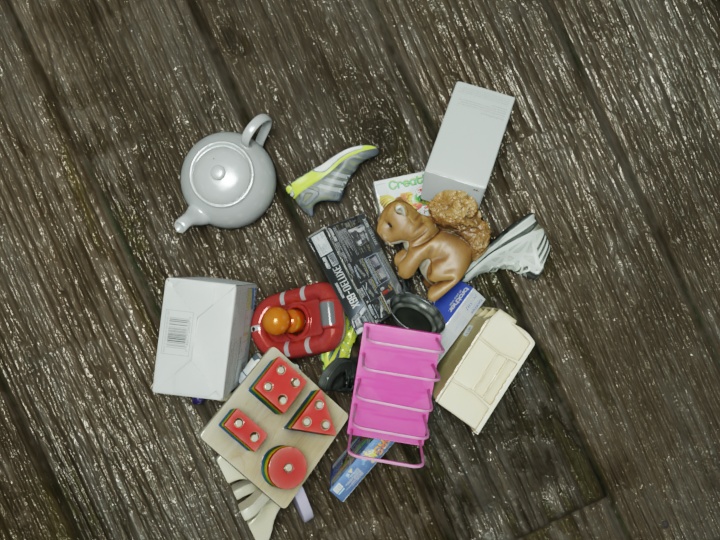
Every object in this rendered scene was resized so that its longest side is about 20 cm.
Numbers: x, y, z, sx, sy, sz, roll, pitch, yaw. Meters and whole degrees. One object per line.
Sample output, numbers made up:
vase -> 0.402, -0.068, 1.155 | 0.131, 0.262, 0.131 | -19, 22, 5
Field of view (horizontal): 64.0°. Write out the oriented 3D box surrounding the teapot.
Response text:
teapot -> -0.252, -0.178, 1.089 | 0.195, 0.146, 0.202 | -8, 89, -3

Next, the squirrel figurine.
squirrel figurine -> 0.134, -0.073, 1.076 | 0.200, 0.142, 0.187 | -41, 95, 17

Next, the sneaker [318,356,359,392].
sneaker -> 0.011, 0.209, 1.088 | 0.104, 0.199, 0.060 | 29, 102, 25

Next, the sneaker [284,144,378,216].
sneaker -> -0.047, -0.182, 1.142 | 0.199, 0.074, 0.081 | -31, 100, 4

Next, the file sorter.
file sorter -> 0.058, 0.206, 0.962 | 0.137, 0.125, 0.202 | 9, 95, 0

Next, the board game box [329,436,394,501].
board game box -> 0.020, 0.330, 1.100 | 0.034, 0.135, 0.200 | 41, 89, -1

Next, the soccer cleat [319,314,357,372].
soccer cleat -> -0.037, 0.134, 1.133 | 0.083, 0.065, 0.202 | -2, 88, 2

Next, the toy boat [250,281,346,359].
toy boat -> -0.131, 0.095, 1.070 | 0.199, 0.130, 0.132 | -16, 75, 32

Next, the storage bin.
storage bin -> 0.214, 0.172, 1.077 | 0.093, 0.200, 0.199 | 34, 88, 1

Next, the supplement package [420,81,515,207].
supplement package -> 0.201, -0.229, 1.091 | 0.116, 0.117, 0.202 | 18, 72, 7

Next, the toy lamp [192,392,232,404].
toy lamp -> -0.225, 0.257, 1.130 | 0.198, 0.058, 0.059 | 10, 89, -1

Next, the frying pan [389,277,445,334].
frying pan -> 0.084, 0.060, 1.090 | 0.190, 0.114, 0.031 | 51, 130, 35

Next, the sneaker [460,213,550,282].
sneaker -> 0.294, -0.013, 1.143 | 0.200, 0.076, 0.116 | -36, 89, -5

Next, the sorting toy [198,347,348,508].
sorting toy -> -0.137, 0.271, 1.007 | 0.199, 0.069, 0.200 | 44, 62, -10

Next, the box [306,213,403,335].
box -> 0.000, 0.000, 1.092 | 0.050, 0.157, 0.201 | -27, 92, 31

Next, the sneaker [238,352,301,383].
sneaker -> -0.130, 0.219, 1.100 | 0.199, 0.073, 0.071 | 27, 97, -28

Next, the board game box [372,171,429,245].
board game box -> 0.133, -0.134, 1.158 | 0.198, 0.035, 0.128 | -12, 89, -2

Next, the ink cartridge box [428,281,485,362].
ink cartridge box -> 0.147, 0.110, 1.124 | 0.044, 0.094, 0.201 | 38, 88, -29

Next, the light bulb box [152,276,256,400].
light bulb box -> -0.277, 0.114, 1.058 | 0.123, 0.200, 0.200 | 7, 89, -1

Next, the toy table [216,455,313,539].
toy table -> -0.180, 0.401, 1.083 | 0.116, 0.184, 0.201 | -25, 81, -19
